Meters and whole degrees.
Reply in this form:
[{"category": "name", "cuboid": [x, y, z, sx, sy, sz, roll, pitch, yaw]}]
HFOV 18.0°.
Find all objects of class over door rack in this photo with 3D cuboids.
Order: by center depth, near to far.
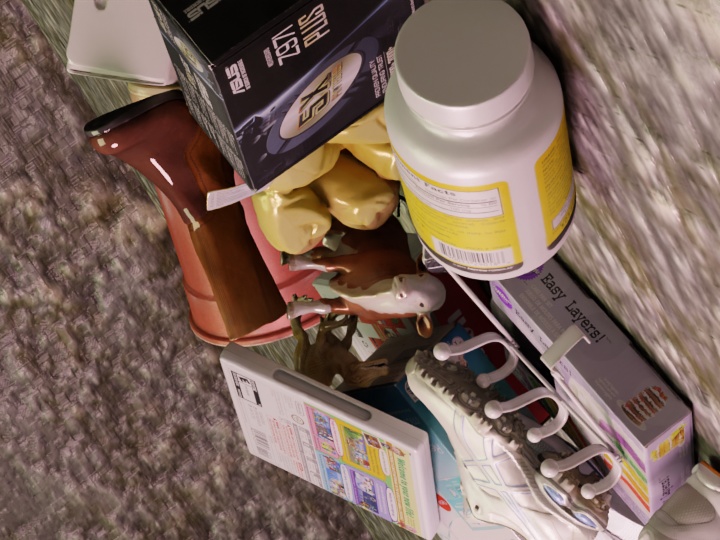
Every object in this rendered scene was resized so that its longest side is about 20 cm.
[{"category": "over door rack", "cuboid": [0.111, 0.070, 1.637, 0.148, 0.067, 0.200, 47, 168, 35]}]

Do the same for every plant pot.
[{"category": "plant pot", "cuboid": [-0.110, -0.061, 2.254, 0.201, 0.201, 0.195, 39, 154, 58]}]

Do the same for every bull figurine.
[{"category": "bull figurine", "cuboid": [0.000, 0.000, 1.839, 0.200, 0.121, 0.065, -106, 18, -72]}]

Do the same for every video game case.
[{"category": "video game case", "cuboid": [-0.022, 0.142, 1.876, 0.182, 0.022, 0.200, 24, 157, 17]}]

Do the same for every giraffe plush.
[{"category": "giraffe plush", "cuboid": [-0.065, -0.124, 1.767, 0.162, 0.200, 0.173, 57, 136, 33]}]

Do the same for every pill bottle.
[{"category": "pill bottle", "cuboid": [0.075, -0.085, 1.421, 0.111, 0.111, 0.200, 50, 169, 26]}]

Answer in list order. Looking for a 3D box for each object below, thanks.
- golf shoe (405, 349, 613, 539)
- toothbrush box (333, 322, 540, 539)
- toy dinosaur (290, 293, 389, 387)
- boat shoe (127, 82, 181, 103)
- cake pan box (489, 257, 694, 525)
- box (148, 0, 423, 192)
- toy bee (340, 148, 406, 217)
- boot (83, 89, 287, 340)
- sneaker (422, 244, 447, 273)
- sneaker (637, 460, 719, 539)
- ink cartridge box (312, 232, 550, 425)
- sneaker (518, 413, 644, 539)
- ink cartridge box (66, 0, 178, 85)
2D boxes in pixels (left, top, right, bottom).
[{"category": "golf shoe", "cuboid": [0.097, 0.152, 1.765, 0.200, 0.097, 0.078, 43, -160, 5]}, {"category": "toothbrush box", "cuboid": [0.086, 0.150, 1.910, 0.200, 0.085, 0.146, 51, 157, -11]}, {"category": "toy dinosaur", "cuboid": [-0.039, 0.075, 1.906, 0.200, 0.058, 0.101, 151, 128, -62]}, {"category": "boat shoe", "cuboid": [-0.109, -0.130, 1.954, 0.071, 0.200, 0.065, 42, 121, 57]}, {"category": "cake pan box", "cuboid": [0.176, 0.086, 1.730, 0.200, 0.052, 0.184, 50, 168, 25]}, {"category": "box", "cuboid": [-0.045, -0.168, 1.557, 0.086, 0.164, 0.200, 51, 170, 22]}, {"category": "toy bee", "cuboid": [-0.046, -0.108, 1.896, 0.131, 0.109, 0.200, -3, -118, -48]}, {"category": "boot", "cuboid": [-0.136, -0.038, 1.795, 0.188, 0.068, 0.200, -10, -98, -74]}, {"category": "sneaker", "cuboid": [0.071, -0.063, 1.710, 0.200, 0.077, 0.080, 74, 180, -59]}, {"category": "sneaker", "cuboid": [0.258, 0.230, 1.702, 0.076, 0.092, 0.200, 44, 167, 50]}, {"category": "ink cartridge box", "cuboid": [0.078, 0.070, 2.008, 0.176, 0.084, 0.200, 10, 137, 56]}, {"category": "sneaker", "cuboid": [0.177, 0.175, 1.837, 0.200, 0.073, 0.071, 38, -151, -3]}, {"category": "ink cartridge box", "cuboid": [-0.166, -0.226, 1.817, 0.200, 0.084, 0.146, -53, -27, -81]}]
